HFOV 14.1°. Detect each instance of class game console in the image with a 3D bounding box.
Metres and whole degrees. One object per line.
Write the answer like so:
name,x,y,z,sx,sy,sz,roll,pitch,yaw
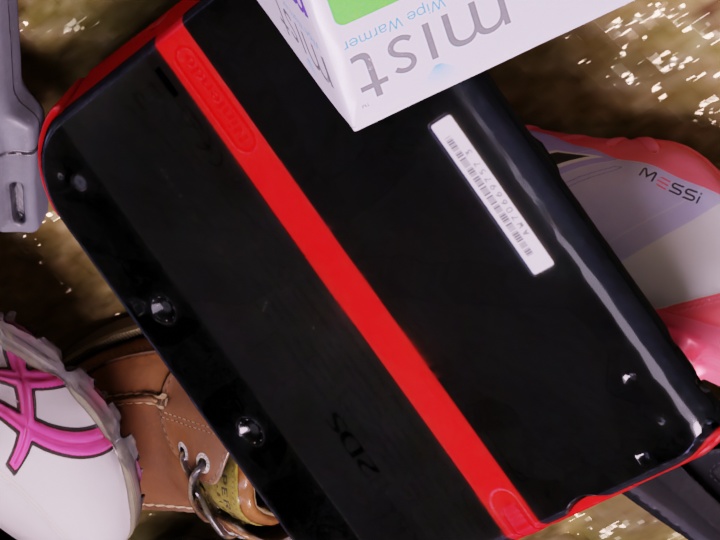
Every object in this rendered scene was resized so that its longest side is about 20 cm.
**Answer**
game console,0.000,0.000,0.902,0.177,0.031,0.200,-32,96,42

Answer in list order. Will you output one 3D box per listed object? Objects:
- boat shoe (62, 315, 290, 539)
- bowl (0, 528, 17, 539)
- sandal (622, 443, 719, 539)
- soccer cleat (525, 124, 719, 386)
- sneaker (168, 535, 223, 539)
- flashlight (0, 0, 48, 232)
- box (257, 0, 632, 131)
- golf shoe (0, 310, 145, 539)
boat shoe,-0.039,0.056,1.013,0.200,0.068,0.072,-12,129,26
bowl,-0.188,0.097,1.012,0.201,0.201,0.039,17,110,-1
sandal,0.117,0.066,0.976,0.200,0.048,0.075,36,178,-37
soccer cleat,0.067,-0.018,0.929,0.200,0.076,0.067,24,164,14
sneaker,-0.101,0.140,1.099,0.200,0.077,0.111,13,140,-3
flashlight,-0.139,-0.095,0.907,0.068,0.068,0.200,-16,141,-18
box,0.046,-0.161,0.713,0.200,0.097,0.177,-25,128,-7
golf shoe,-0.151,0.044,0.959,0.073,0.092,0.200,-8,135,41
